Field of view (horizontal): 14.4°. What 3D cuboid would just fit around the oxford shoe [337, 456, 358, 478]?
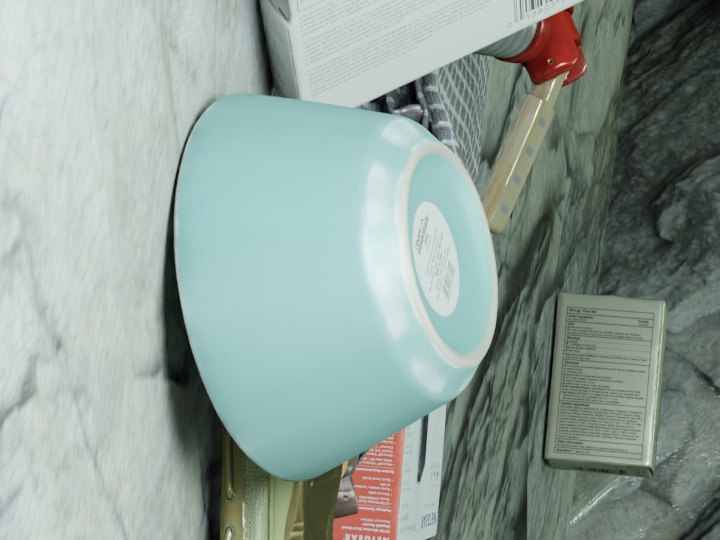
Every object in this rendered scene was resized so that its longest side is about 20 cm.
[{"bbox_3d":[-0.005,0.024,1.581,0.071,0.073,0.200,-20,-116,50],"label":"oxford shoe"}]

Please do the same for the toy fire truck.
[{"bbox_3d":[0.070,-0.138,1.710,0.176,0.129,0.200,1,63,-56],"label":"toy fire truck"}]

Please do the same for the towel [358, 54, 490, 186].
[{"bbox_3d":[0.038,-0.101,1.861,0.200,0.085,0.166,70,25,-67],"label":"towel"}]

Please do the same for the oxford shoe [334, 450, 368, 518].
[{"bbox_3d":[-0.016,0.068,1.644,0.071,0.072,0.200,83,14,-48],"label":"oxford shoe"}]

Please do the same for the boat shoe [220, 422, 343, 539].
[{"bbox_3d":[-0.054,0.150,1.518,0.073,0.063,0.201,-14,112,-64],"label":"boat shoe"}]

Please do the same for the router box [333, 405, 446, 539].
[{"bbox_3d":[0.023,0.097,1.960,0.200,0.049,0.180,10,84,-81],"label":"router box"}]

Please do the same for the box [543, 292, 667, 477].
[{"bbox_3d":[0.289,0.135,3.344,0.109,0.128,0.200,52,43,-76],"label":"box"}]

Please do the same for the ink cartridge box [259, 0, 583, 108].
[{"bbox_3d":[0.040,-0.181,1.537,0.045,0.200,0.176,55,-16,33],"label":"ink cartridge box"}]

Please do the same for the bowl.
[{"bbox_3d":[0.000,0.000,1.430,0.201,0.105,0.201,-10,90,-67],"label":"bowl"}]
